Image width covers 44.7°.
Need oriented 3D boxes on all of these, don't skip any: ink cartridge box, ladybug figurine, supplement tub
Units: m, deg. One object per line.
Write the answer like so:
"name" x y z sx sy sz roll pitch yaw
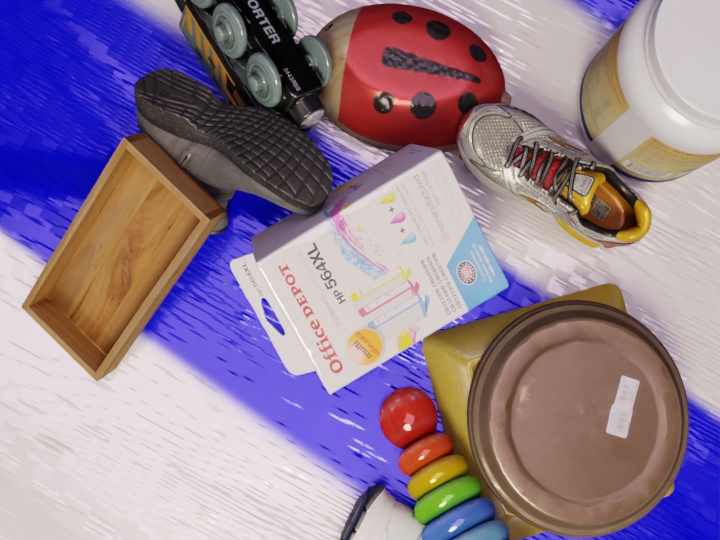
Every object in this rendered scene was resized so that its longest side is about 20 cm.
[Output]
"ink cartridge box" 0.000 0.000 0.748 0.198 0.125 0.130 -31 103 -3
"ladybug figurine" 0.044 -0.180 0.803 0.195 0.072 0.139 10 85 0
"supplement tub" 0.273 -0.161 0.738 0.141 0.200 0.148 0 86 -1

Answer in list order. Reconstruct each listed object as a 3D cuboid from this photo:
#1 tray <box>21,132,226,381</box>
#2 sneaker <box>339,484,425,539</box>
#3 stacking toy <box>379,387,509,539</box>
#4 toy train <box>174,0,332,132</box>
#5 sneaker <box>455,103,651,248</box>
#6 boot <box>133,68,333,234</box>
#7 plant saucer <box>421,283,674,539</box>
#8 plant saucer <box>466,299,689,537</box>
"tray" -0.209 -0.009 0.764 0.098 0.037 0.201 42 115 3
"sneaker" 0.000 0.296 0.767 0.086 0.075 0.203 27 86 -3
"stacking toy" 0.074 0.196 0.762 0.084 0.086 0.203 -26 67 -2
"toy train" -0.103 -0.200 0.785 0.084 0.114 0.202 -29 82 -34
"sneaker" 0.175 -0.087 0.774 0.197 0.082 0.079 27 90 -10
"boot" -0.115 -0.079 0.768 0.198 0.133 0.070 33 50 14
"plant saucer" 0.174 0.132 0.791 0.196 0.048 0.205 -15 86 -1
"plant saucer" 0.190 0.127 0.754 0.195 0.029 0.205 0 84 -1
